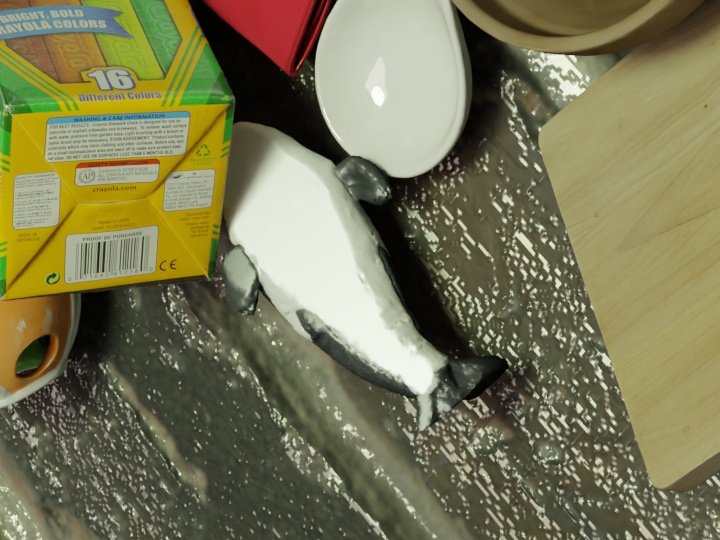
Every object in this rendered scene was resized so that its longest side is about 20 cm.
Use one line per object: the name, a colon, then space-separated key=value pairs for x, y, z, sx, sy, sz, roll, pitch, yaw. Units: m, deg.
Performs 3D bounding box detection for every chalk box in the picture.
chalk box: x=-0.156 y=-0.096 z=1.196 sx=0.200 sy=0.124 sz=0.124 roll=-118 pitch=30 yaw=-46

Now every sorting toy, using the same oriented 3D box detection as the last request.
sorting toy: x=0.194 y=-0.031 z=0.980 sx=0.200 sy=0.069 sz=0.200 roll=-40 pitch=51 yaw=35

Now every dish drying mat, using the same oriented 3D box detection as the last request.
dish drying mat: x=-0.082 y=-0.190 z=1.206 sx=0.200 sy=0.018 sz=0.077 roll=42 pitch=121 yaw=34

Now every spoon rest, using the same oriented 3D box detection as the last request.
spoon rest: x=0.032 y=-0.141 z=1.121 sx=0.099 sy=0.060 sz=0.201 roll=34 pitch=116 yaw=27

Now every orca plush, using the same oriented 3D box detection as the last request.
orca plush: x=0.000 y=0.000 z=1.176 sx=0.200 sy=0.071 sz=0.105 roll=34 pitch=95 yaw=21

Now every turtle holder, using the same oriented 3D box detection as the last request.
turtle holder: x=-0.250 y=0.017 z=1.317 sx=0.185 sy=0.141 sz=0.132 roll=-16 pitch=106 yaw=29

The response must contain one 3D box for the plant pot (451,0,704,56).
plant pot: x=0.123 y=-0.196 z=1.010 sx=0.200 sy=0.092 sz=0.202 roll=-3 pitch=86 yaw=43
